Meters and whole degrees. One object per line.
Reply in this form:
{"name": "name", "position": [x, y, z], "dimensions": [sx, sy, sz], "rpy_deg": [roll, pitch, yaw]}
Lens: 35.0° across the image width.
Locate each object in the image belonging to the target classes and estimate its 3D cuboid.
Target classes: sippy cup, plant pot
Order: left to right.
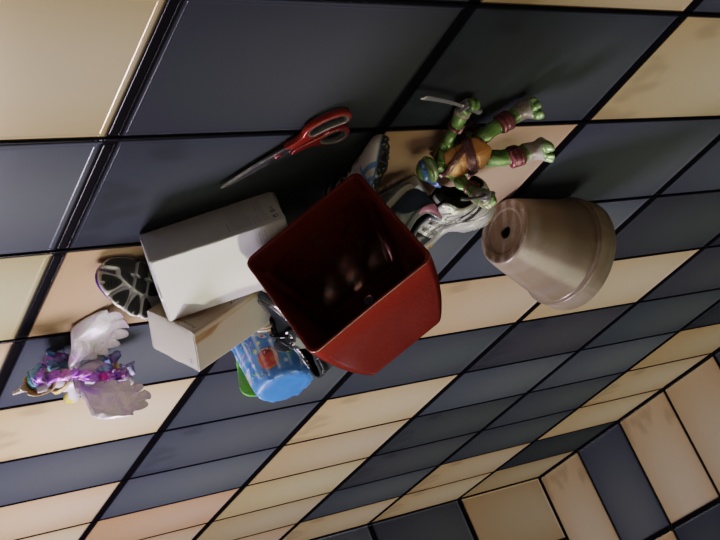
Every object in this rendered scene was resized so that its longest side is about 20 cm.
{"name": "sippy cup", "position": [-0.140, 0.135, 1.835], "dimensions": [0.139, 0.130, 0.178], "rpy_deg": [-19, 151, -7]}
{"name": "plant pot", "position": [-0.001, 0.027, 1.573], "dimensions": [0.200, 0.200, 0.176], "rpy_deg": [-39, 142, -1]}
{"name": "plant pot", "position": [0.311, -0.045, 1.981], "dimensions": [0.173, 0.200, 0.200], "rpy_deg": [15, 138, -33]}

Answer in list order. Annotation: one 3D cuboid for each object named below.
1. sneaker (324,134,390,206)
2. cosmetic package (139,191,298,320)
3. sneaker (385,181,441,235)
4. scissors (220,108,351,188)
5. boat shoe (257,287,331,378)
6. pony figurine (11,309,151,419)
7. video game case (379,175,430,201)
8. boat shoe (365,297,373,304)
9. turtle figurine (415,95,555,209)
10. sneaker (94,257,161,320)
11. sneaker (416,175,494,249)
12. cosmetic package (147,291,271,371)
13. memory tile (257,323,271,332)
{"name": "sneaker", "position": [-0.011, -0.120, 1.644], "dimensions": [0.072, 0.072, 0.200], "rpy_deg": [26, 133, -1]}
{"name": "cosmetic package", "position": [-0.198, -0.020, 1.609], "dimensions": [0.200, 0.081, 0.113], "rpy_deg": [-17, 128, -10]}
{"name": "sneaker", "position": [0.040, -0.035, 1.704], "dimensions": [0.200, 0.082, 0.070], "rpy_deg": [-53, 164, -1]}
{"name": "scissors", "position": [-0.103, -0.164, 1.524], "dimensions": [0.200, 0.014, 0.073], "rpy_deg": [-22, 160, -2]}
{"name": "boat shoe", "position": [-0.099, 0.097, 1.689], "dimensions": [0.066, 0.074, 0.199], "rpy_deg": [-54, 139, -11]}
{"name": "pony figurine", "position": [-0.424, 0.163, 1.785], "dimensions": [0.193, 0.167, 0.200], "rpy_deg": [-17, 173, 4]}
{"name": "video game case", "position": [0.042, -0.071, 1.850], "dimensions": [0.182, 0.023, 0.200], "rpy_deg": [-28, 156, 11]}
{"name": "boat shoe", "position": [-0.038, 0.103, 1.928], "dimensions": [0.084, 0.069, 0.200], "rpy_deg": [-5, 160, -47]}
{"name": "turtle figurine", "position": [0.183, -0.170, 1.613], "dimensions": [0.194, 0.144, 0.200], "rpy_deg": [-22, 161, -13]}
{"name": "sneaker", "position": [-0.328, 0.043, 1.681], "dimensions": [0.083, 0.081, 0.200], "rpy_deg": [-3, 157, 29]}
{"name": "sneaker", "position": [0.110, -0.091, 1.775], "dimensions": [0.200, 0.076, 0.088], "rpy_deg": [-24, 141, -7]}
{"name": "cosmetic package", "position": [-0.205, 0.056, 1.682], "dimensions": [0.200, 0.105, 0.071], "rpy_deg": [-36, 135, -40]}
{"name": "memory tile", "position": [-0.149, 0.045, 1.778], "dimensions": [0.200, 0.153, 0.017], "rpy_deg": [-17, 124, -20]}
